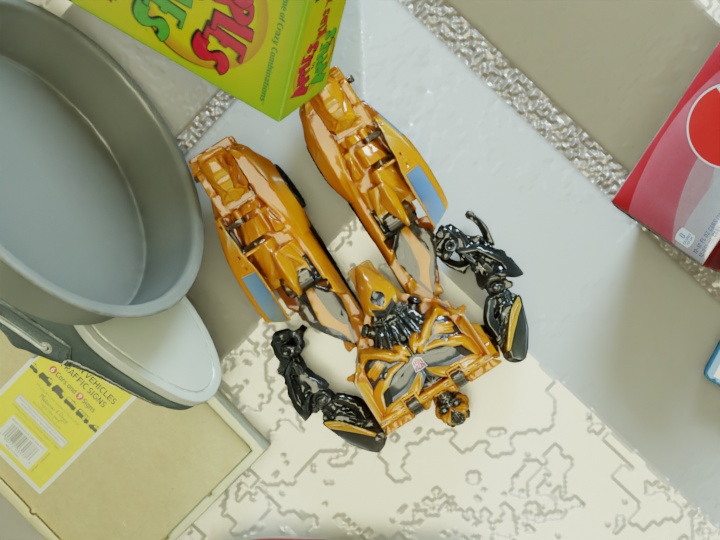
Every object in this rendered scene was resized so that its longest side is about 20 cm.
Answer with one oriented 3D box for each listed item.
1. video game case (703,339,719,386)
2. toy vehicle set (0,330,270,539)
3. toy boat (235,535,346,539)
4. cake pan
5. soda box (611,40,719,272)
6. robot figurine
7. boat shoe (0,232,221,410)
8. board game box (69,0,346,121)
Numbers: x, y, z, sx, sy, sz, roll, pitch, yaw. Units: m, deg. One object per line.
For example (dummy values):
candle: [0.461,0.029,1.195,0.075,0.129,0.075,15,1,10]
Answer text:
video game case: [0.294,0.002,1.615,0.143,0.018,0.200,28,97,2]
toy vehicle set: [-0.162,0.069,1.651,0.124,0.027,0.200,-44,91,7]
toy boat: [-0.017,0.215,1.601,0.199,0.131,0.131,2,95,4]
cake pan: [-0.167,-0.054,1.562,0.037,0.200,0.200,-37,92,31]
soda box: [0.218,-0.098,1.579,0.063,0.070,0.200,36,97,19]
robot figurine: [0.000,0.000,1.615,0.145,0.058,0.200,-33,91,5]
boat shoe: [-0.165,0.013,1.610,0.200,0.073,0.062,36,133,-7]
board game box: [-0.101,-0.172,1.564,0.200,0.048,0.102,31,131,18]
